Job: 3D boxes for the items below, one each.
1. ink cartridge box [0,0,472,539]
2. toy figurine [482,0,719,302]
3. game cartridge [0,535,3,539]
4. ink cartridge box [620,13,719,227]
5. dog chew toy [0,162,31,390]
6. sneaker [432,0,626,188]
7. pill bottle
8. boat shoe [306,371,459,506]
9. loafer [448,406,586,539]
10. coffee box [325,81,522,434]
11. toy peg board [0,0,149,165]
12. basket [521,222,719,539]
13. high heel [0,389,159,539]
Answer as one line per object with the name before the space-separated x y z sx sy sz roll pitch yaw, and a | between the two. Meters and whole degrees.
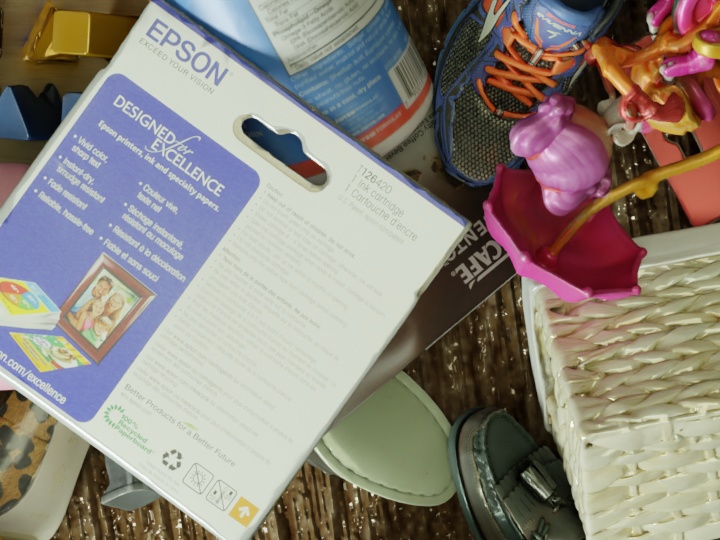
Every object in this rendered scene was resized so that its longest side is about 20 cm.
ink cartridge box | -0.080 0.002 0.909 0.197 0.047 0.200 36 87 1
toy figurine | 0.144 -0.065 0.902 0.184 0.150 0.200 -30 135 4
game cartridge | -0.287 0.133 1.027 0.176 0.032 0.200 -31 91 40
ink cartridge box | 0.246 -0.118 1.022 0.199 0.067 0.117 -29 92 3
dog chew toy | -0.237 -0.005 1.011 0.199 0.124 0.125 11 94 28
sneaker | 0.093 -0.130 0.933 0.075 0.078 0.201 24 111 -5
pill bottle | -0.052 -0.149 0.935 0.112 0.112 0.200 -29 115 3
boat shoe | -0.032 0.072 1.047 0.201 0.061 0.072 34 69 -6
loafer | 0.120 0.164 1.036 0.072 0.063 0.201 -33 101 -41
coffee box | 0.000 0.000 0.997 0.200 0.080 0.113 -38 90 -19
toy peg board | -0.201 -0.151 0.986 0.199 0.098 0.200 5 95 22
basket | 0.197 0.063 0.981 0.199 0.136 0.124 -10 49 3
high heel | -0.208 0.089 1.067 0.199 0.071 0.143 -18 65 19
